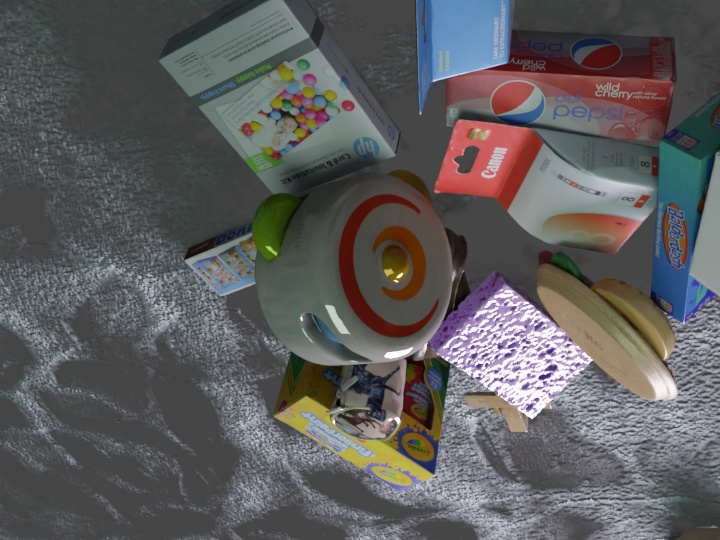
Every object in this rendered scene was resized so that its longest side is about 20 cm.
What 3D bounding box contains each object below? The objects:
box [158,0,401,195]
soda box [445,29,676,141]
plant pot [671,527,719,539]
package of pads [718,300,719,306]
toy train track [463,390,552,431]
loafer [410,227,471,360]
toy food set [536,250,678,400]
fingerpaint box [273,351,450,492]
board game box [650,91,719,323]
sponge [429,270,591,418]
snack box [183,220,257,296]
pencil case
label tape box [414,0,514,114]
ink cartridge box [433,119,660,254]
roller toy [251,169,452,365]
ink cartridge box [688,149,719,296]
[{"bbox_3d":[-0.076,-0.170,0.942,0.154,0.042,0.200,-17,131,31],"label":"box"},{"bbox_3d":[0.176,-0.167,0.858,0.196,0.064,0.071,6,138,10],"label":"soda box"},{"bbox_3d":[0.516,0.487,1.389,0.197,0.185,0.202,8,139,7],"label":"plant pot"},{"bbox_3d":[0.472,0.020,0.949,0.119,0.077,0.200,8,146,-32],"label":"package of pads"},{"bbox_3d":[0.176,0.124,1.206,0.113,0.033,0.202,-3,131,29],"label":"toy train track"},{"bbox_3d":[0.099,0.027,1.097,0.070,0.074,0.202,2,142,-6],"label":"loafer"},{"bbox_3d":[0.258,0.056,1.008,0.049,0.198,0.200,-44,133,-4],"label":"toy food set"},{"bbox_3d":[0.009,0.143,1.166,0.199,0.169,0.073,35,135,-22],"label":"fingerpaint box"},{"bbox_3d":[0.328,-0.070,0.863,0.045,0.151,0.202,37,155,38],"label":"board game box"},{"bbox_3d":[0.176,0.089,1.102,0.112,0.030,0.199,-45,129,13],"label":"sponge"},{"bbox_3d":[-0.113,-0.025,1.123,0.198,0.025,0.072,-19,130,32],"label":"snack box"},{"bbox_3d":[0.014,0.084,1.085,0.077,0.203,0.089,-12,147,31],"label":"pencil case"},{"bbox_3d":[0.084,-0.232,0.706,0.062,0.202,0.146,4,139,10],"label":"label tape box"},{"bbox_3d":[0.175,-0.076,0.917,0.196,0.051,0.163,6,160,-2],"label":"ink cartridge box"},{"bbox_3d":[0.000,0.000,0.969,0.139,0.198,0.186,-10,93,50],"label":"roller toy"},{"bbox_3d":[0.373,-0.074,0.797,0.084,0.199,0.148,39,152,35],"label":"ink cartridge box"}]
